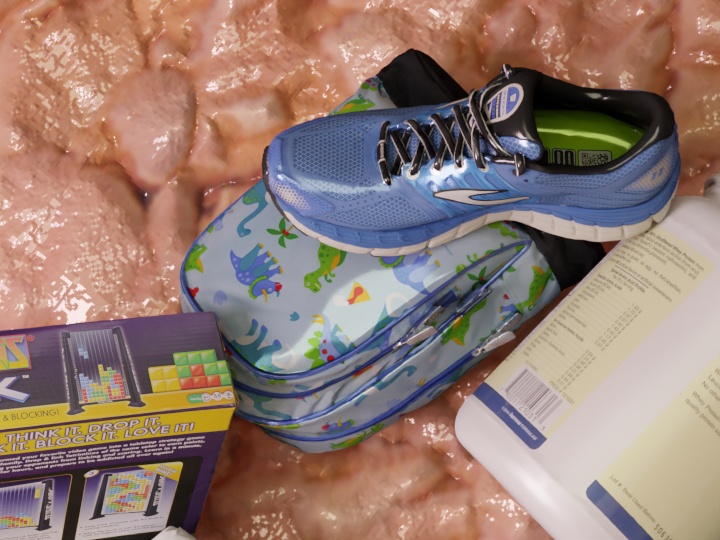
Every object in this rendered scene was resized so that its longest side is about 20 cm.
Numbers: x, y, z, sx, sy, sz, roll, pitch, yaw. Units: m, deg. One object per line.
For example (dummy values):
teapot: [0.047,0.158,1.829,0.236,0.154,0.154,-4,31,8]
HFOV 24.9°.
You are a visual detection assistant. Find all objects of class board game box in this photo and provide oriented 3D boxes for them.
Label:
board game box: [-0.173,0.094,0.794,0.198,0.166,0.057,-5,55,-20]

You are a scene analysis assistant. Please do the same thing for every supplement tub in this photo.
supplement tub: [0.161,0.056,0.810,0.200,0.145,0.145,-45,78,-2]

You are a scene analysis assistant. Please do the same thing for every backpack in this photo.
backpack: [0.000,0.000,0.852,0.200,0.154,0.163,-44,69,12]

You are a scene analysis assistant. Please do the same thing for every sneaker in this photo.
sneaker: [0.052,-0.061,0.760,0.198,0.089,0.079,-5,62,-2]

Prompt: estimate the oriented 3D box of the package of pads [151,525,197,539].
package of pads: [-0.095,0.241,0.783,0.154,0.068,0.200,36,57,6]
